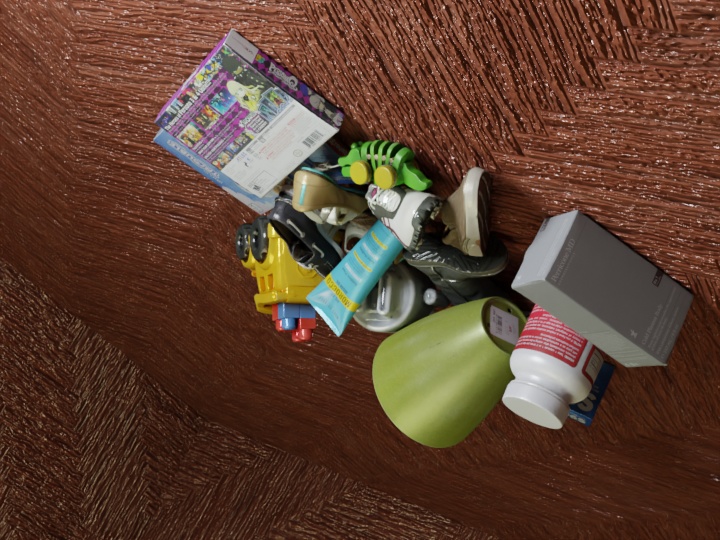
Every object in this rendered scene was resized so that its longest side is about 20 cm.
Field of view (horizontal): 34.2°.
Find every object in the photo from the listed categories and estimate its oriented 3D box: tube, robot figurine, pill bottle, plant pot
[{"bbox_3d":[0.000,0.000,1.670,0.050,0.200,0.078,-7,-128,-53],"label":"tube"},{"bbox_3d":[0.050,0.038,1.783,0.168,0.114,0.200,8,178,21],"label":"robot figurine"},{"bbox_3d":[0.264,0.099,1.531,0.112,0.201,0.112,26,162,9],"label":"pill bottle"},{"bbox_3d":[0.147,0.126,1.661,0.187,0.188,0.200,33,136,-14],"label":"plant pot"}]

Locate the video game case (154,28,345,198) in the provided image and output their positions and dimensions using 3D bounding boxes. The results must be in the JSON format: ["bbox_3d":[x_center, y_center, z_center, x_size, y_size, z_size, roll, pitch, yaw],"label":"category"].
[{"bbox_3d":[-0.146,-0.195,1.511,0.181,0.036,0.200,34,141,-17],"label":"video game case"}]

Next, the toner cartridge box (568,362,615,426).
[{"bbox_3d":[0.286,0.155,1.827,0.199,0.095,0.043,24,161,13],"label":"toner cartridge box"}]

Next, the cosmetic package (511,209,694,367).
[{"bbox_3d":[0.297,0.025,1.438,0.199,0.107,0.090,33,162,-19],"label":"cosmetic package"}]

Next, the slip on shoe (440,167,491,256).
[{"bbox_3d":[0.130,-0.074,1.475,0.060,0.077,0.200,12,167,11],"label":"slip on shoe"}]

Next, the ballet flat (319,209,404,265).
[{"bbox_3d":[-0.015,-0.061,1.724,0.199,0.073,0.068,25,162,13],"label":"ballet flat"}]

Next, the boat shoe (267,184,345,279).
[{"bbox_3d":[-0.077,-0.038,1.675,0.073,0.061,0.200,18,153,28],"label":"boat shoe"}]

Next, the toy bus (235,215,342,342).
[{"bbox_3d":[-0.113,0.016,1.840,0.135,0.194,0.200,0,176,-24],"label":"toy bus"}]

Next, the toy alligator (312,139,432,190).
[{"bbox_3d":[0.011,-0.143,1.504,0.199,0.059,0.055,15,114,39],"label":"toy alligator"}]

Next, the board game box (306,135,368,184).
[{"bbox_3d":[-0.078,-0.158,1.642,0.199,0.020,0.103,6,149,51],"label":"board game box"}]

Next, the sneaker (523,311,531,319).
[{"bbox_3d":[0.273,0.130,1.718,0.079,0.130,0.198,38,160,-34],"label":"sneaker"}]

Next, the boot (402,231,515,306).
[{"bbox_3d":[0.170,0.018,1.667,0.181,0.073,0.200,12,154,42],"label":"boot"}]

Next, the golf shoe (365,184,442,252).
[{"bbox_3d":[0.050,-0.075,1.510,0.088,0.078,0.200,30,179,-6],"label":"golf shoe"}]

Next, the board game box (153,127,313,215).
[{"bbox_3d":[-0.183,-0.167,1.677,0.199,0.044,0.199,34,162,-15],"label":"board game box"}]

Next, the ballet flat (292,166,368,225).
[{"bbox_3d":[-0.043,-0.093,1.593,0.068,0.064,0.200,15,180,25],"label":"ballet flat"}]
